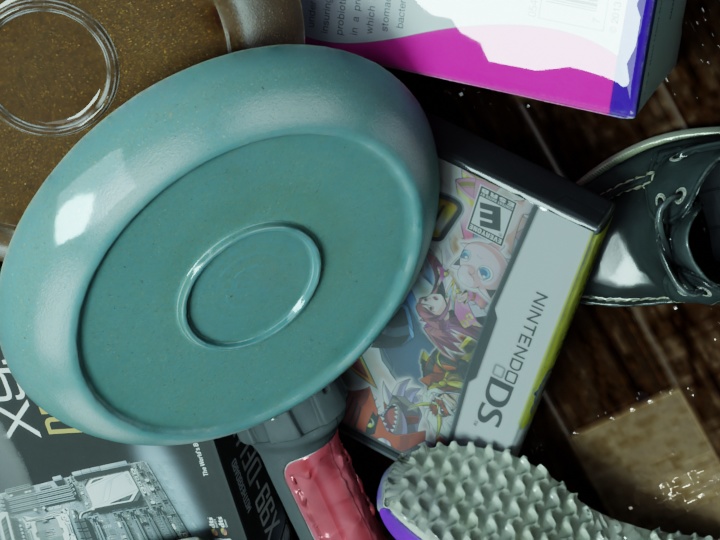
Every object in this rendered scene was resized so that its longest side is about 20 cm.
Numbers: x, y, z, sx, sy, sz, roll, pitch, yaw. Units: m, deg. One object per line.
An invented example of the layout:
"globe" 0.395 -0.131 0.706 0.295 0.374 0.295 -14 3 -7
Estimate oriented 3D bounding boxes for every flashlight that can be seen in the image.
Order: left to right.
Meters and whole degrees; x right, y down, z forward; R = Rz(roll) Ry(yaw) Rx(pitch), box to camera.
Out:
"flashlight" -0.003 0.121 0.906 0.067 0.068 0.201 -23 111 0

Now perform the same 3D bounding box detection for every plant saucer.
"plant saucer" -0.121 -0.083 0.739 0.198 0.032 0.202 -1 119 -1
"plant saucer" -0.049 0.001 0.771 0.027 0.199 0.201 52 123 39

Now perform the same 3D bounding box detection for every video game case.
"video game case" 0.000 0.000 0.878 0.199 0.026 0.182 27 131 12

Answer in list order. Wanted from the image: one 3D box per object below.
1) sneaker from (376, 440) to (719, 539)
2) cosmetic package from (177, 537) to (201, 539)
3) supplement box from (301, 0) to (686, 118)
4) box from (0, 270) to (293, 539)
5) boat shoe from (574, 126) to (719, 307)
"sneaker" 0.092 0.156 0.884 0.199 0.070 0.100 22 131 -1
"cosmetic package" -0.079 0.235 0.949 0.103 0.073 0.201 -16 122 29
"supplement box" 0.037 -0.142 0.803 0.198 0.103 0.102 14 112 15
"box" -0.128 0.093 0.952 0.156 0.050 0.201 -4 118 22
"boat shoe" 0.158 -0.020 0.815 0.198 0.066 0.075 -10 106 25
